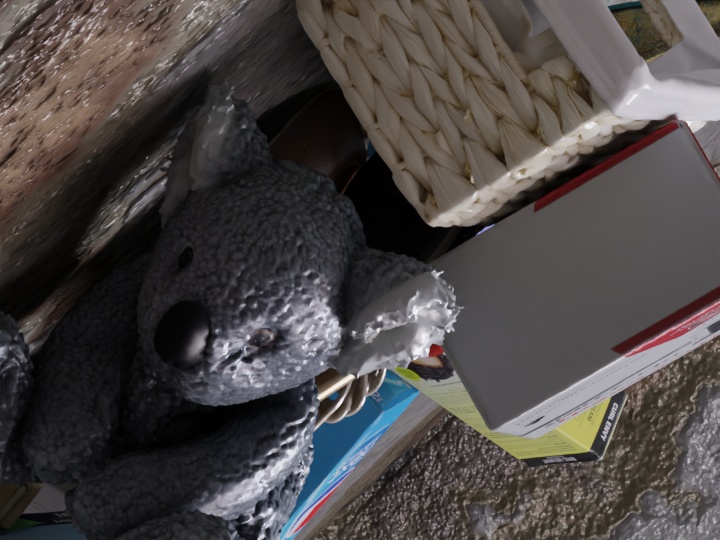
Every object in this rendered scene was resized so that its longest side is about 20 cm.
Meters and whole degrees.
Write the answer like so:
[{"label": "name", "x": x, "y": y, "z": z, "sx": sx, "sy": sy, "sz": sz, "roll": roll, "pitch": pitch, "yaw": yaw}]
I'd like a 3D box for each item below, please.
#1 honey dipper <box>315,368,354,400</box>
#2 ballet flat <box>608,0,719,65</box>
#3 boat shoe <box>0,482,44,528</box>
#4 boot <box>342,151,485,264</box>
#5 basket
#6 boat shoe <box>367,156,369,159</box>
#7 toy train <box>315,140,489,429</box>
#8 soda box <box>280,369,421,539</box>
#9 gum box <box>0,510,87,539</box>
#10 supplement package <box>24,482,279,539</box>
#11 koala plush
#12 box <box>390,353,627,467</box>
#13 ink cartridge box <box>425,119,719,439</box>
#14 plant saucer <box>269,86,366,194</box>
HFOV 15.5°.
[{"label": "honey dipper", "x": 0.002, "y": 0.046, "z": 1.396, "sx": 0.200, "sy": 0.038, "sz": 0.038, "roll": -32, "pitch": 169, "yaw": -16}, {"label": "ballet flat", "x": 0.205, "y": -0.119, "z": 1.442, "sx": 0.200, "sy": 0.071, "sz": 0.071, "roll": -9, "pitch": 169, "yaw": -2}, {"label": "boat shoe", "x": -0.141, "y": 0.071, "z": 1.372, "sx": 0.073, "sy": 0.063, "sz": 0.201, "roll": -47, "pitch": 170, "yaw": 34}, {"label": "boot", "x": 0.077, "y": -0.039, "z": 1.373, "sx": 0.150, "sy": 0.073, "sz": 0.200, "roll": 23, "pitch": 101, "yaw": -49}, {"label": "basket", "x": 0.074, "y": -0.103, "z": 1.190, "sx": 0.123, "sy": 0.136, "sz": 0.200, "roll": -34, "pitch": 171, "yaw": 18}, {"label": "boat shoe", "x": 0.036, "y": -0.027, "z": 1.618, "sx": 0.075, "sy": 0.086, "sz": 0.202, "roll": -37, "pitch": 171, "yaw": -30}, {"label": "toy train", "x": 0.000, "y": 0.000, "z": 1.468, "sx": 0.200, "sy": 0.085, "sz": 0.116, "roll": -47, "pitch": -143, "yaw": -4}, {"label": "soda box", "x": -0.054, "y": 0.125, "z": 1.630, "sx": 0.200, "sy": 0.068, "sz": 0.064, "roll": -50, "pitch": 168, "yaw": 25}, {"label": "gum box", "x": -0.148, "y": 0.160, "z": 1.244, "sx": 0.170, "sy": 0.045, "sz": 0.200, "roll": -2, "pitch": -168, "yaw": -33}, {"label": "supplement package", "x": -0.125, "y": 0.169, "z": 1.483, "sx": 0.121, "sy": 0.120, "sz": 0.200, "roll": -36, "pitch": 141, "yaw": -40}, {"label": "koala plush", "x": -0.063, "y": 0.028, "z": 1.170, "sx": 0.200, "sy": 0.177, "sz": 0.184, "roll": -56, "pitch": 164, "yaw": 28}, {"label": "box", "x": 0.062, "y": 0.048, "z": 1.583, "sx": 0.075, "sy": 0.200, "sz": 0.050, "roll": -13, "pitch": -132, "yaw": 56}, {"label": "ink cartridge box", "x": 0.113, "y": 0.010, "z": 1.251, "sx": 0.144, "sy": 0.084, "sz": 0.200, "roll": -30, "pitch": 172, "yaw": 5}, {"label": "plant saucer", "x": -0.050, "y": 0.000, "z": 1.357, "sx": 0.200, "sy": 0.032, "sz": 0.200, "roll": -55, "pitch": 171, "yaw": -13}]
